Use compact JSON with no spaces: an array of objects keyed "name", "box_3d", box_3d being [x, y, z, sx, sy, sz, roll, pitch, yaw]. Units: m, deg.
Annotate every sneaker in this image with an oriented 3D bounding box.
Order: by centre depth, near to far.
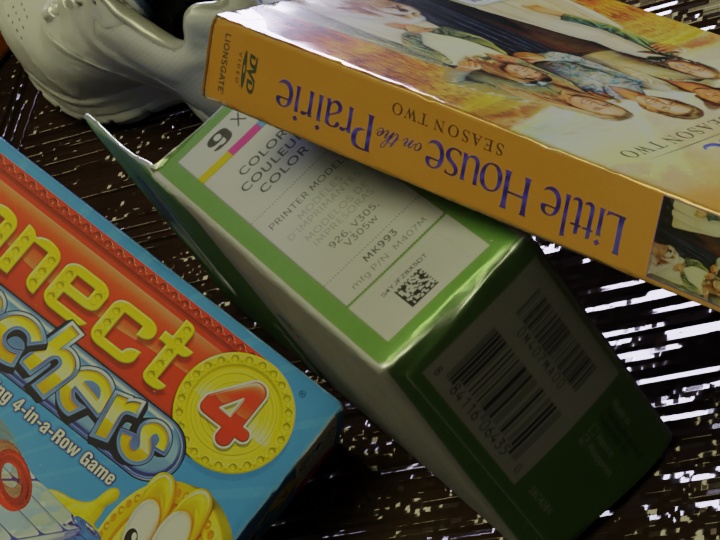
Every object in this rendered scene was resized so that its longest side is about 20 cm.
[{"name":"sneaker","box_3d":[-0.084,-0.102,0.863,0.200,0.087,0.075,15,65,45]}]

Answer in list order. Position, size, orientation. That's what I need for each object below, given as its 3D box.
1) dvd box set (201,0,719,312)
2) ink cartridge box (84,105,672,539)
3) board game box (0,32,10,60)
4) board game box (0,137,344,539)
[{"name":"dvd box set","box_3d":[0.075,-0.044,0.635,0.200,0.030,0.146,25,28,34]},{"name":"ink cartridge box","box_3d":[0.000,0.000,0.690,0.059,0.104,0.200,-44,40,-7]},{"name":"board game box","box_3d":[-0.251,-0.205,0.995,0.200,0.200,0.200,21,67,46]},{"name":"board game box","box_3d":[-0.141,0.063,0.685,0.200,0.056,0.196,37,75,7]}]
